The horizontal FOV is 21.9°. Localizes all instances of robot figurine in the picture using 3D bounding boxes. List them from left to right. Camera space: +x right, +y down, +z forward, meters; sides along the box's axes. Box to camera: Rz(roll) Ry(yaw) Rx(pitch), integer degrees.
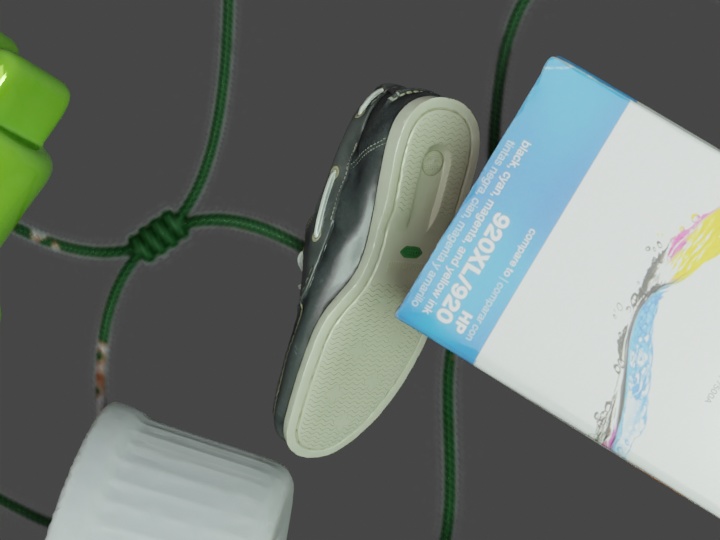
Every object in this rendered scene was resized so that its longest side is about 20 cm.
[{"bbox_3d":[-0.243,-0.039,0.979,0.175,0.116,0.200,40,94,19],"label":"robot figurine"}]

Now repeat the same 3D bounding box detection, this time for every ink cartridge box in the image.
[{"bbox_3d":[0.146,0.016,0.894,0.200,0.147,0.145,32,92,11],"label":"ink cartridge box"}]

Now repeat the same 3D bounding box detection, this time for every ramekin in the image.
[{"bbox_3d":[-0.098,0.172,0.901,0.098,0.200,0.201,12,88,3],"label":"ramekin"}]

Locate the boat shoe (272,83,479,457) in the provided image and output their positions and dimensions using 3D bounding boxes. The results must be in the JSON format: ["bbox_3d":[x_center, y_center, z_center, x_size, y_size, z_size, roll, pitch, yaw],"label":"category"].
[{"bbox_3d":[0.000,0.000,0.971,0.068,0.072,0.200,26,99,49],"label":"boat shoe"}]
